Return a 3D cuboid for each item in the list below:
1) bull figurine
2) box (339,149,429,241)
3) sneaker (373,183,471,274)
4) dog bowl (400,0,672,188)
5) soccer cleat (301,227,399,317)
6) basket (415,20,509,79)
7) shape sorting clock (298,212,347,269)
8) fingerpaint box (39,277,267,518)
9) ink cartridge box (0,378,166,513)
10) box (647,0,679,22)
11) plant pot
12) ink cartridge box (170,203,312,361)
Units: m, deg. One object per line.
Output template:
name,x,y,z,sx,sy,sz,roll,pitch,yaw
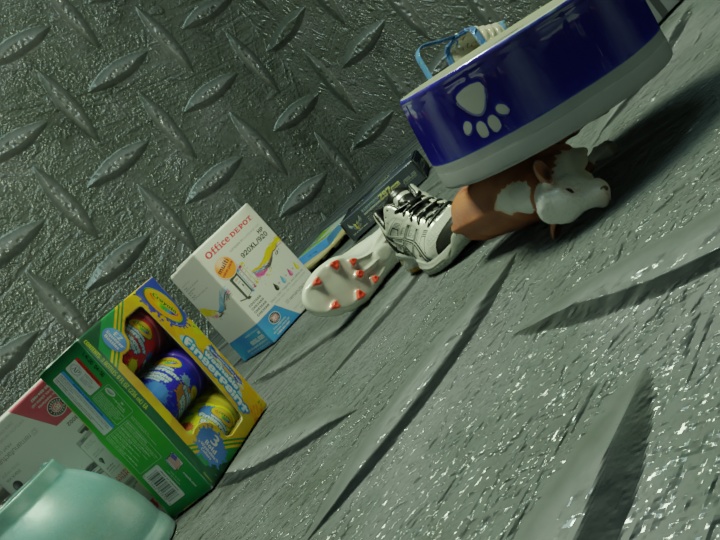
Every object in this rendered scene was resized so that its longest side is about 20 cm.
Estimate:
bull figurine,0.141,-0.072,0.716,0.121,0.066,0.199,-38,10,-21
box,0.051,-0.155,1.826,0.200,0.051,0.158,-41,8,15
sneaker,0.062,-0.049,0.939,0.076,0.088,0.200,-42,8,-16
dog bowl,0.131,-0.148,0.691,0.199,0.079,0.200,-32,9,6
soccer cleat,0.000,0.000,1.121,0.199,0.070,0.078,-39,-1,-31
basket,0.221,-0.382,1.746,0.198,0.178,0.139,-25,-2,-27
shape sorting clock,-0.069,-0.069,2.045,0.200,0.039,0.200,-42,8,7
fingerpaint box,-0.212,0.129,0.959,0.073,0.201,0.167,-38,7,24
ink cartridge box,-0.299,0.208,0.988,0.146,0.200,0.083,-42,10,7
box,0.307,-0.282,1.145,0.200,0.041,0.156,-45,6,-19
plant pot,-0.295,0.270,0.859,0.200,0.134,0.200,-42,6,6
ink cartridge box,-0.197,0.021,1.547,0.147,0.200,0.144,-47,8,-32
